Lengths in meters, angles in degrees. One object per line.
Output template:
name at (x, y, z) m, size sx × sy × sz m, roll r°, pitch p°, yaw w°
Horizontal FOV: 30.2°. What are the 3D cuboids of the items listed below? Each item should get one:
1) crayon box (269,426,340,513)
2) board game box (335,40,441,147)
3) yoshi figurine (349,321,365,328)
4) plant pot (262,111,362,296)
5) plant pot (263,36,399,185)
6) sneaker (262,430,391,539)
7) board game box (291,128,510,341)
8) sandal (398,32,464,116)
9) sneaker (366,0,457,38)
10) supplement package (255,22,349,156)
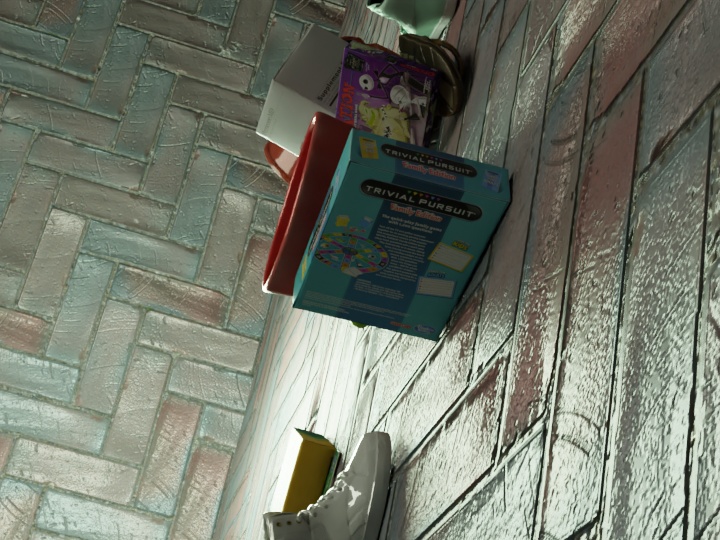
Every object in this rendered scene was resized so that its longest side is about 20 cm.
crayon box at (-0.078, 0.288, 1.814) m, size 0.200 × 0.051 × 0.126 m, roll 171°, pitch 115°, yaw -82°
board game box at (0.026, -0.171, 1.626) m, size 0.032 × 0.120 × 0.200 m, roll -45°, pitch -29°, yaw -46°
yoshi figurine at (-0.001, -0.013, 1.689) m, size 0.200 × 0.112 × 0.113 m, roll -90°, pitch 25°, yaw -57°
plant pot at (0.008, -0.049, 1.397) m, size 0.200 × 0.177 × 0.201 m, roll -164°, pitch 90°, yaw -83°
plant pot at (-0.009, -0.215, 1.909) m, size 0.201 × 0.200 × 0.196 m, roll -88°, pitch 23°, yaw -62°
sneaker at (-0.039, 0.245, 1.359) m, size 0.074 × 0.115 × 0.200 m, roll 117°, pitch 168°, yaw -64°
board game box at (0.034, -0.028, 1.251) m, size 0.047 × 0.151 × 0.200 m, roll -87°, pitch 15°, yaw -45°
sandal at (0.096, -0.247, 1.638) m, size 0.200 × 0.054 × 0.082 m, roll -126°, pitch 29°, yaw -66°
sneaker at (0.063, -0.373, 1.928) m, size 0.200 × 0.118 × 0.074 m, roll 125°, pitch 158°, yaw -72°
supplement package at (-0.016, -0.203, 1.739) m, size 0.120 × 0.200 × 0.121 m, roll -59°, pitch -2°, yaw -33°
